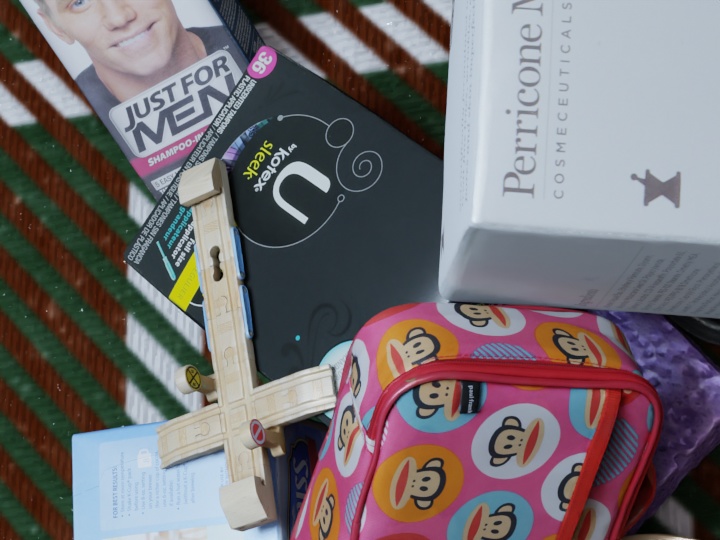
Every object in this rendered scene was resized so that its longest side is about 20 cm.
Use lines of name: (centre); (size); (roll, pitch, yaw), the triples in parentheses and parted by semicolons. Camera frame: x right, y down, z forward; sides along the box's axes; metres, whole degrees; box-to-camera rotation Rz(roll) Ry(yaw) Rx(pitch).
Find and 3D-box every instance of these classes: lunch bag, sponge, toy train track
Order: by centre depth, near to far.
lunch bag: (0.065, 0.113, 1.007); (0.082, 0.174, 0.202); (-116, 35, -52)
toy train track: (-0.075, 0.034, 1.056); (0.114, 0.032, 0.202); (-21, 65, 27)
sponge: (0.110, 0.107, 1.116); (0.200, 0.030, 0.112); (-48, 64, 7)

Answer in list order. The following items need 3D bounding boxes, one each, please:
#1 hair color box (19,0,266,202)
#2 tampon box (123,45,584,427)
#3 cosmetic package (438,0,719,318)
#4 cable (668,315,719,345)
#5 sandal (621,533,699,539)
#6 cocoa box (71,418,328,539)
hair color box: (-0.127, -0.146, 1.192); (0.099, 0.201, 0.061); (-26, 25, 15)
tampon box: (0.000, 0.000, 1.120); (0.199, 0.126, 0.151); (35, 91, 35)
cosmetic package: (0.142, -0.074, 0.942); (0.198, 0.165, 0.167); (3, 78, -2)
cable: (0.137, -0.036, 1.112); (0.200, 0.096, 0.051); (50, 142, 29)
sandal: (0.184, 0.178, 1.028); (0.209, 0.070, 0.079); (4, 87, 16)
cocoa box: (-0.073, 0.188, 1.117); (0.132, 0.131, 0.202); (-9, 74, 22)
